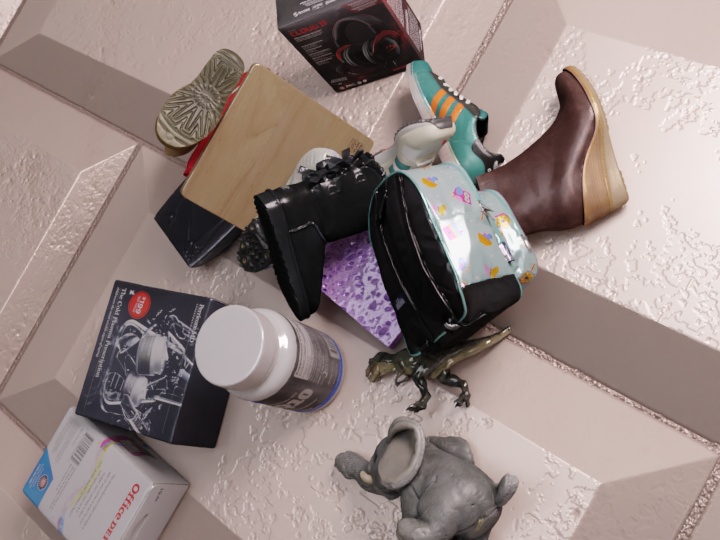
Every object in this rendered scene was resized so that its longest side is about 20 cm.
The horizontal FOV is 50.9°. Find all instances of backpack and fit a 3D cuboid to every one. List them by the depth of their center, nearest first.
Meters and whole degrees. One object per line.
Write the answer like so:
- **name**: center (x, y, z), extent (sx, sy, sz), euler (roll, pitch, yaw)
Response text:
- **backpack**: center (0.097, -0.025, 0.883), extent (0.153, 0.176, 0.201), euler (-22, 74, -25)

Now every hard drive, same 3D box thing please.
- **hard drive**: center (-0.212, -0.109, 1.154), extent (0.200, 0.042, 0.135), euler (-45, 61, 5)

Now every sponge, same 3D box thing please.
- **sponge**: center (0.000, 0.000, 1.009), extent (0.200, 0.030, 0.112), euler (38, 90, 21)

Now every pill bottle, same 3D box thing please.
- **pill bottle**: center (-0.110, 0.111, 0.946), extent (0.113, 0.200, 0.114), euler (-8, 71, 24)

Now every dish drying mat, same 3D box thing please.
- **dish drying mat**: center (-0.206, -0.229, 1.168), extent (0.077, 0.018, 0.201), euler (8, 64, 44)

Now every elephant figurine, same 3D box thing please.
- **elephant figurine**: center (0.065, 0.234, 0.876), extent (0.154, 0.142, 0.200), euler (-21, 46, -12)

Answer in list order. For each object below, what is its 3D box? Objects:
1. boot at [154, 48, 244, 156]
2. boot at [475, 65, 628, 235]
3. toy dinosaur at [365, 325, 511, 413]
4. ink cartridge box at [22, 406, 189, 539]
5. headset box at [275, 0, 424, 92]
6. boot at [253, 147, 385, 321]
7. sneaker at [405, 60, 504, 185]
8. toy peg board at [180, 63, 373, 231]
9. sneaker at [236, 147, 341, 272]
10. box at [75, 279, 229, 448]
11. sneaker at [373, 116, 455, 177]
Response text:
- **boot**: center (-0.240, -0.202, 1.057), extent (0.175, 0.066, 0.200), euler (-55, 14, -28)
- **boot**: center (0.220, -0.142, 0.929), extent (0.165, 0.072, 0.201), euler (-16, 75, 10)
- **toy dinosaur**: center (0.093, 0.127, 0.935), extent (0.199, 0.047, 0.089), euler (-15, 62, 18)
- **ink cartridge box**: center (-0.362, 0.309, 1.075), extent (0.200, 0.085, 0.145), euler (30, 89, 31)
- **headset box**: center (-0.015, -0.342, 1.041), extent (0.148, 0.200, 0.075), euler (-12, 69, 21)
- **boot**: center (-0.037, -0.047, 0.962), extent (0.162, 0.199, 0.073), euler (-24, 31, -19)
- **sneaker**: center (0.127, -0.204, 1.008), extent (0.080, 0.071, 0.201), euler (-27, 72, 15)
- **toy peg board**: center (-0.122, -0.151, 1.065), extent (0.201, 0.199, 0.098), euler (-59, 25, 3)
- **sneaker**: center (-0.089, -0.075, 1.013), extent (0.072, 0.072, 0.200), euler (43, 100, 21)
- **box**: center (-0.279, 0.131, 1.078), extent (0.181, 0.104, 0.201), euler (8, 79, 26)
- **sneaker**: center (0.069, -0.125, 0.968), extent (0.200, 0.070, 0.094), euler (-28, 77, 60)
